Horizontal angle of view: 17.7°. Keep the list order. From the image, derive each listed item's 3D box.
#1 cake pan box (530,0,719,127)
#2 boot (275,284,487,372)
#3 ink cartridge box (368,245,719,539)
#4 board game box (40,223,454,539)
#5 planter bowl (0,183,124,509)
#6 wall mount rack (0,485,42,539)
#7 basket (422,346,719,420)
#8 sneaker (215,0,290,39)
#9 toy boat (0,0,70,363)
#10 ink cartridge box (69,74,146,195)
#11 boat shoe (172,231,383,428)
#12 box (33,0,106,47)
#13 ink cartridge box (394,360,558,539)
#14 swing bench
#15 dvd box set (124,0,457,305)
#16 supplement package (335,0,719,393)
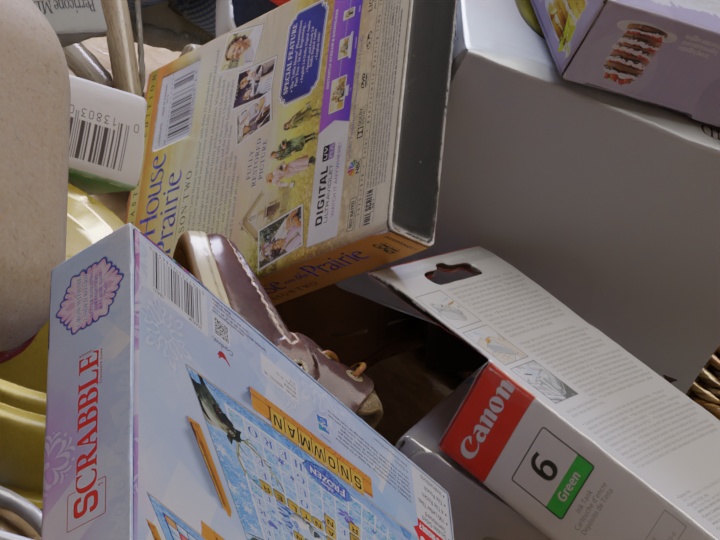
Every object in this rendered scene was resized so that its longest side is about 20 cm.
[{"bbox_3d":[0.164,-0.138,1.101,0.199,0.052,0.185,14,39,-24],"label":"cake pan box"},{"bbox_3d":[0.000,0.000,1.206,0.199,0.071,0.146,13,24,-2],"label":"boot"},{"bbox_3d":[0.093,0.069,0.995,0.200,0.051,0.109,37,23,21],"label":"ink cartridge box"},{"bbox_3d":[-0.031,0.116,0.795,0.200,0.041,0.200,43,30,-37],"label":"board game box"},{"bbox_3d":[-0.151,0.010,0.998,0.199,0.084,0.201,25,22,-11],"label":"planter bowl"},{"bbox_3d":[-0.144,0.099,0.816,0.173,0.075,0.200,20,22,-21],"label":"wall mount rack"},{"bbox_3d":[0.141,0.049,1.321,0.200,0.149,0.143,35,-11,14],"label":"basket"},{"bbox_3d":[-0.044,-0.187,1.246,0.075,0.085,0.201,16,41,-37],"label":"sneaker"},{"bbox_3d":[-0.194,-0.042,0.910,0.130,0.130,0.201,32,41,-37],"label":"toy boat"},{"bbox_3d":[-0.216,-0.071,1.086,0.160,0.050,0.200,15,-12,-33],"label":"ink cartridge box"},{"bbox_3d":[-0.025,0.068,0.975,0.072,0.072,0.201,-11,58,-23],"label":"boat shoe"},{"bbox_3d":[-0.227,-0.204,1.199,0.128,0.108,0.201,-16,93,-60],"label":"box"},{"bbox_3d":[0.090,0.119,1.064,0.144,0.085,0.200,33,20,11],"label":"ink cartridge box"},{"bbox_3d":[-0.088,-0.135,1.340,0.198,0.130,0.201,8,46,-45],"label":"swing bench"},{"bbox_3d":[-0.037,-0.054,1.065,0.029,0.199,0.147,25,59,-36],"label":"dvd box set"},{"bbox_3d":[0.099,-0.074,1.145,0.190,0.147,0.201,20,35,-15],"label":"supplement package"}]
